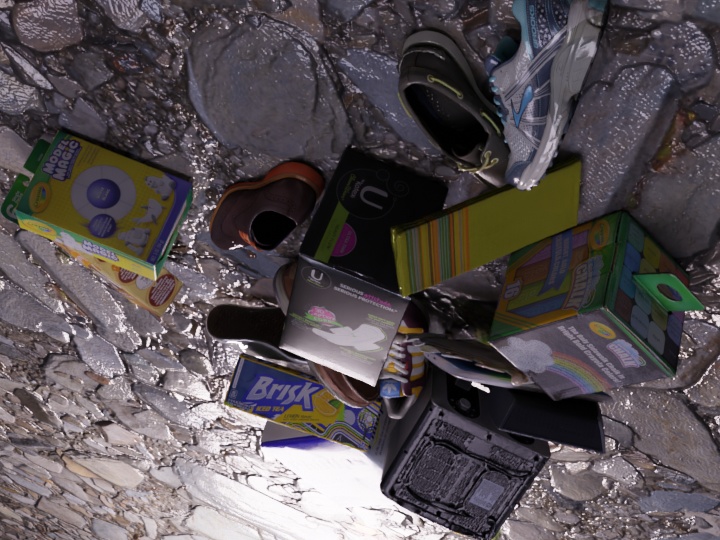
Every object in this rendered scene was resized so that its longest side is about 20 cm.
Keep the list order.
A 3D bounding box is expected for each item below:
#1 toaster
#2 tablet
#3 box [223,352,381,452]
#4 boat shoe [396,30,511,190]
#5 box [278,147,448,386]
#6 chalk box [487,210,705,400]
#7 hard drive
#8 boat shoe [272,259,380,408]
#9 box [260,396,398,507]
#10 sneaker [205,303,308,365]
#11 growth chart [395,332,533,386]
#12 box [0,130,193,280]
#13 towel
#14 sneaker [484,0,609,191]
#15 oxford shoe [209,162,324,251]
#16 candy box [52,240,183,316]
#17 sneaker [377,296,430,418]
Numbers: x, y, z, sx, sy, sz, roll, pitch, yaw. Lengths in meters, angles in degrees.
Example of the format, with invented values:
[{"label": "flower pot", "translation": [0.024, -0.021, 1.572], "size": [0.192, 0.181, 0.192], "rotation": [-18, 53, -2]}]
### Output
[{"label": "toaster", "translation": [0.134, 0.250, 1.390], "size": [0.178, 0.119, 0.202], "rotation": [25, 118, -6]}, {"label": "tablet", "translation": [0.181, 0.123, 1.216], "size": [0.196, 0.014, 0.130], "rotation": [12, -176, -17]}, {"label": "box", "translation": [-0.076, 0.172, 1.369], "size": [0.196, 0.071, 0.064], "rotation": [19, 177, -2]}, {"label": "boat shoe", "translation": [0.098, -0.127, 0.963], "size": [0.071, 0.061, 0.202], "rotation": [-13, 134, 38]}, {"label": "box", "translation": [0.000, 0.000, 1.120], "size": [0.122, 0.150, 0.201], "rotation": [21, 148, 1]}, {"label": "chalk box", "translation": [0.249, 0.034, 1.057], "size": [0.124, 0.125, 0.198], "rotation": [40, 142, -26]}, {"label": "hard drive", "translation": [0.216, 0.160, 1.221], "size": [0.132, 0.043, 0.200], "rotation": [13, -174, 3]}, {"label": "boat shoe", "translation": [-0.032, 0.075, 1.267], "size": [0.071, 0.076, 0.202], "rotation": [-27, 98, 38]}, {"label": "box", "translation": [-0.015, 0.255, 1.539], "size": [0.182, 0.106, 0.200], "rotation": [-15, 133, 42]}, {"label": "sneaker", "translation": [-0.102, 0.085, 1.392], "size": [0.196, 0.074, 0.085], "rotation": [12, 167, 15]}, {"label": "growth chart", "translation": [0.133, 0.098, 1.199], "size": [0.198, 0.018, 0.143], "rotation": [17, -174, 41]}, {"label": "box", "translation": [-0.304, -0.081, 1.202], "size": [0.196, 0.119, 0.049], "rotation": [20, 154, 1]}, {"label": "towel", "translation": [0.121, -0.042, 0.988], "size": [0.197, 0.018, 0.087], "rotation": [-22, 138, -14]}, {"label": "sneaker", "translation": [0.146, -0.158, 0.891], "size": [0.085, 0.078, 0.202], "rotation": [22, 137, 9]}, {"label": "oxford shoe", "translation": [-0.121, -0.056, 1.177], "size": [0.071, 0.074, 0.199], "rotation": [34, 145, -22]}, {"label": "candy box", "translation": [-0.328, -0.028, 1.317], "size": [0.200, 0.056, 0.115], "rotation": [43, 166, -29]}, {"label": "sneaker", "translation": [0.047, 0.107, 1.303], "size": [0.073, 0.091, 0.202], "rotation": [7, 145, 20]}]
